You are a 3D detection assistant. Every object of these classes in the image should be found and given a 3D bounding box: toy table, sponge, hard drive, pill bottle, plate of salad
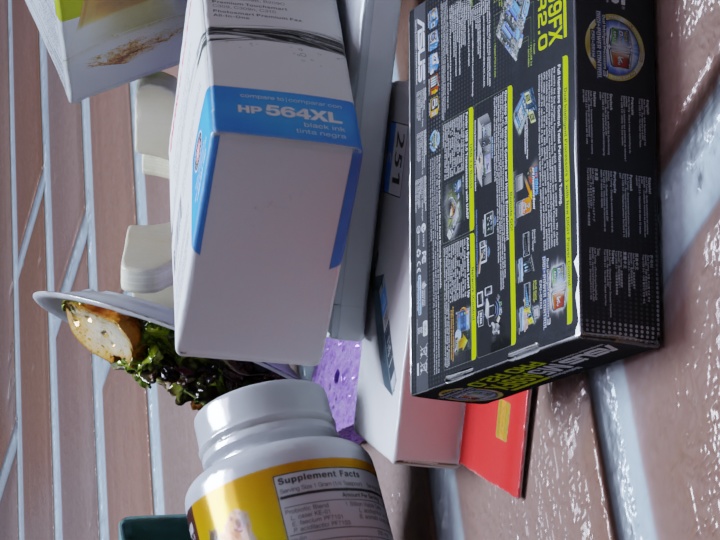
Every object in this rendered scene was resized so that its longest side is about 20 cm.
[{"bbox_3d":[-0.088,-0.045,1.568,0.184,0.117,0.201,-89,4,-66],"label":"toy table"},{"bbox_3d":[0.000,0.000,1.462,0.112,0.030,0.201,146,127,-70],"label":"sponge"},{"bbox_3d":[-0.008,-0.069,1.386,0.132,0.027,0.201,-139,56,-79],"label":"hard drive"},{"bbox_3d":[-0.033,0.166,1.331,0.109,0.109,0.201,123,137,-58],"label":"pill bottle"},{"bbox_3d":[-0.119,0.059,1.555,0.200,0.199,0.048,162,128,-73],"label":"plate of salad"}]

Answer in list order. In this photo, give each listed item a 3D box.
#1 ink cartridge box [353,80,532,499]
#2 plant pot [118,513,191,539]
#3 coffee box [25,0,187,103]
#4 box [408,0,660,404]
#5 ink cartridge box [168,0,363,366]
[{"bbox_3d":[0.047,0.005,1.274,0.176,0.045,0.201,-155,70,-74],"label":"ink cartridge box"},{"bbox_3d":[-0.074,0.267,1.472,0.141,0.141,0.201,-107,19,-51],"label":"plant pot"},{"bbox_3d":[-0.126,-0.258,1.473,0.198,0.199,0.200,96,150,-63],"label":"coffee box"},{"bbox_3d":[0.078,-0.049,1.136,0.160,0.044,0.201,-26,61,59],"label":"box"},{"bbox_3d":[-0.057,-0.066,1.342,0.200,0.084,0.146,-97,15,-54],"label":"ink cartridge box"}]
